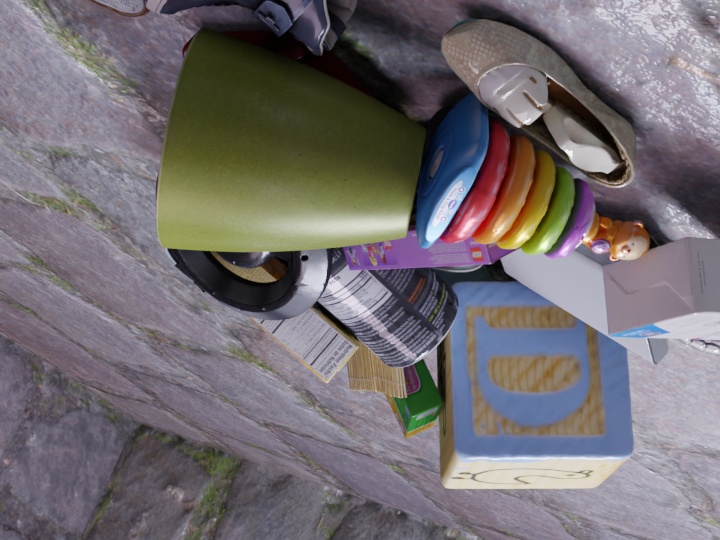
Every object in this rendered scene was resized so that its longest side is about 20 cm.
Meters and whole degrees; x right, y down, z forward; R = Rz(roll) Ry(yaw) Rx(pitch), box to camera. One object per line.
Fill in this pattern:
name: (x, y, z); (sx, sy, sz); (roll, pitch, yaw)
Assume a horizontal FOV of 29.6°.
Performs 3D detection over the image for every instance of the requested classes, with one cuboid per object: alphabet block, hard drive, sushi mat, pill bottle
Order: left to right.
pill bottle: (0.000, 0.000, 1.388); (0.200, 0.106, 0.106); (44, 156, -23)
sushi mat: (0.008, 0.042, 1.512); (0.012, 0.201, 0.096); (-15, -167, -37)
alphabet block: (0.186, 0.132, 1.514); (0.195, 0.197, 0.200); (1, 162, 0)
hard drive: (0.208, 0.003, 1.334); (0.200, 0.026, 0.132); (34, 161, 39)

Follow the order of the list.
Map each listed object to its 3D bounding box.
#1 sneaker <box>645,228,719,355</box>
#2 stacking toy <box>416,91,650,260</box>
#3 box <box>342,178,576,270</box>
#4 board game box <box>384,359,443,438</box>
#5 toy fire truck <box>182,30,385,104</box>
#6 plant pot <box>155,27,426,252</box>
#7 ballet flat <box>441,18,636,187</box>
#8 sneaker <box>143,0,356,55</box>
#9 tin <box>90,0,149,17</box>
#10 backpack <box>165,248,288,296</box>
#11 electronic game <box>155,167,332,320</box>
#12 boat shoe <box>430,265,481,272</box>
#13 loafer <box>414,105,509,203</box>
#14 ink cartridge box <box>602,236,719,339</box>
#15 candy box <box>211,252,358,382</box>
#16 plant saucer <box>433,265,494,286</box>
sneaker: (0.303, 0.015, 1.301); (0.200, 0.075, 0.116); (16, 159, 28)
stacking toy: (0.150, -0.050, 1.121); (0.200, 0.110, 0.116); (22, 126, -12)
box: (0.094, -0.042, 1.273); (0.200, 0.137, 0.039); (-3, 108, 51)
board game box: (0.032, 0.088, 1.599); (0.153, 0.040, 0.200); (93, 152, -73)
toy fire truck: (-0.064, -0.150, 1.269); (0.200, 0.112, 0.168); (7, 138, 42)
plant pot: (-0.050, -0.092, 1.139); (0.199, 0.188, 0.187); (11, 162, 1)
ballet flat: (0.149, -0.130, 1.076); (0.200, 0.062, 0.067); (28, 128, -25)
sneaker: (-0.088, -0.223, 1.106); (0.146, 0.077, 0.202); (33, 160, -18)
tin: (-0.224, -0.284, 1.182); (0.112, 0.042, 0.200); (20, 163, -1)
backpack: (-0.137, -0.037, 1.603); (0.177, 0.151, 0.200); (31, 155, -5)
electronic game: (-0.113, -0.040, 1.296); (0.200, 0.042, 0.200); (19, 130, 25)
boat shoe: (0.052, -0.062, 1.412); (0.200, 0.073, 0.062); (32, 166, -9)
loafer: (0.095, -0.107, 1.248); (0.072, 0.073, 0.200); (-1, 175, -20)
ink cartridge box: (0.327, 0.019, 1.192); (0.200, 0.067, 0.116); (3, 167, -29)
candy box: (-0.093, 0.026, 1.432); (0.200, 0.055, 0.115); (39, -174, -4)
plant saucer: (0.068, -0.027, 1.549); (0.201, 0.039, 0.201); (22, 162, 7)
